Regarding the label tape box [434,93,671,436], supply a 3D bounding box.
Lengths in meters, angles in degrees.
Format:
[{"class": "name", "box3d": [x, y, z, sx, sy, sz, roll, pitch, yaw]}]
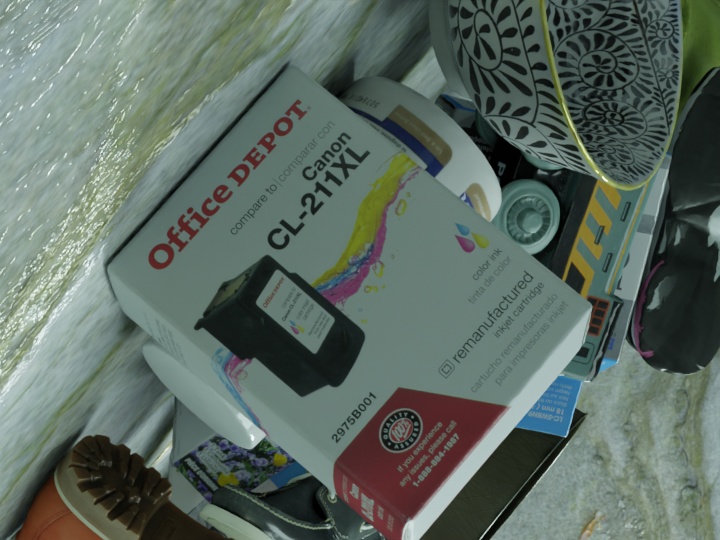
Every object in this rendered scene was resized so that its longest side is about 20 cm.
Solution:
[{"class": "label tape box", "box3d": [0.097, 0.005, 1.458, 0.063, 0.144, 0.201, -131, -127, -74]}]

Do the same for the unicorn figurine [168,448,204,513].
[{"class": "unicorn figurine", "box3d": [-0.110, 0.170, 1.596, 0.074, 0.137, 0.201, -32, 143, -71]}]

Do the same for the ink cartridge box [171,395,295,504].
[{"class": "ink cartridge box", "box3d": [-0.021, 0.049, 1.396, 0.200, 0.050, 0.109, -33, -154, 16]}]

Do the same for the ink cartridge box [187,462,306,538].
[{"class": "ink cartridge box", "box3d": [-0.073, 0.205, 1.512, 0.200, 0.116, 0.068, -40, -165, 0]}]

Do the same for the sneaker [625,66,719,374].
[{"class": "sneaker", "box3d": [0.204, -0.038, 1.492, 0.201, 0.080, 0.086, -68, -162, -1]}]

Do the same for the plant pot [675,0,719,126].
[{"class": "plant pot", "box3d": [0.171, -0.137, 1.558, 0.200, 0.200, 0.190, -50, 158, -1]}]

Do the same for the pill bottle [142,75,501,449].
[{"class": "pill bottle", "box3d": [-0.024, -0.002, 1.291, 0.200, 0.111, 0.111, -48, 171, -16]}]

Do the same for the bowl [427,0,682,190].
[{"class": "bowl", "box3d": [0.097, -0.140, 1.269, 0.094, 0.201, 0.201, -4, -163, 29]}]

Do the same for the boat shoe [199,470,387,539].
[{"class": "boat shoe", "box3d": [-0.032, 0.141, 1.387, 0.200, 0.072, 0.068, 23, 90, -62]}]

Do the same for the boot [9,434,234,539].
[{"class": "boot", "box3d": [-0.119, 0.198, 1.381, 0.107, 0.200, 0.075, -47, 179, 29]}]

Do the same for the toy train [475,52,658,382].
[{"class": "toy train", "box3d": [0.112, -0.028, 1.383, 0.085, 0.114, 0.201, 29, -78, 63]}]

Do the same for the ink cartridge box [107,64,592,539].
[{"class": "ink cartridge box", "box3d": [-0.007, 0.018, 1.180, 0.146, 0.200, 0.083, -49, 168, -11]}]

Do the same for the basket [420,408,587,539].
[{"class": "basket", "box3d": [0.048, 0.116, 1.841, 0.181, 0.200, 0.136, -56, 169, 28]}]
